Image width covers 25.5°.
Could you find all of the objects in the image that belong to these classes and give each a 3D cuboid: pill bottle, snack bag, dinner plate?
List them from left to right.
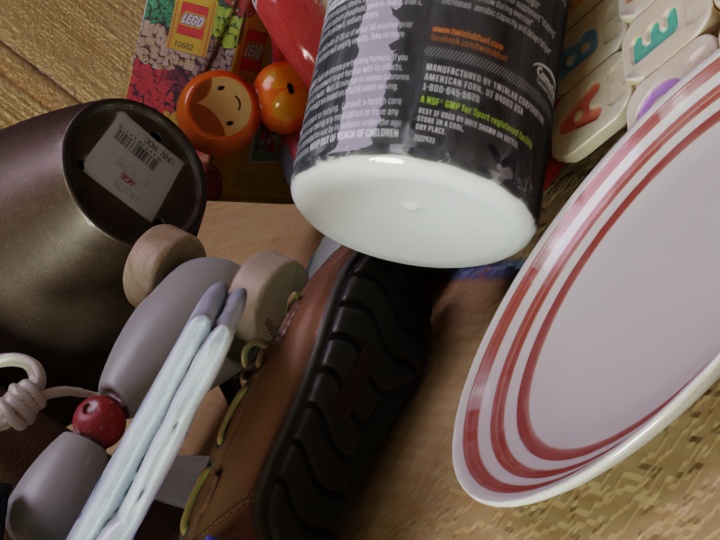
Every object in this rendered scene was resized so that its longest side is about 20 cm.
[{"bbox_3d":[-0.103,0.098,0.661,0.201,0.021,0.189,-61,5,1],"label":"snack bag"},{"bbox_3d":[0.038,-0.112,0.689,0.106,0.105,0.202,-32,43,60],"label":"pill bottle"},{"bbox_3d":[0.100,-0.003,0.521,0.201,0.024,0.200,-51,14,17],"label":"dinner plate"}]

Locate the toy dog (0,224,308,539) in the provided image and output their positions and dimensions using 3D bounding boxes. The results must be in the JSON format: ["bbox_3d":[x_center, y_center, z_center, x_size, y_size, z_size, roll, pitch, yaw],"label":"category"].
[{"bbox_3d":[-0.106,0.068,0.839,0.200,0.097,0.132,-39,50,-11],"label":"toy dog"}]

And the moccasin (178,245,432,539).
[{"bbox_3d":[-0.023,0.060,0.702,0.077,0.074,0.202,-18,37,38],"label":"moccasin"}]

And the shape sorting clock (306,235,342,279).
[{"bbox_3d":[0.000,0.000,0.874,0.201,0.039,0.200,-63,7,13],"label":"shape sorting clock"}]

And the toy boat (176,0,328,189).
[{"bbox_3d":[-0.049,-0.107,0.972,0.201,0.130,0.131,91,159,-53],"label":"toy boat"}]

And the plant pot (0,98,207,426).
[{"bbox_3d":[-0.181,-0.019,0.958,0.200,0.187,0.188,-34,22,47],"label":"plant pot"}]

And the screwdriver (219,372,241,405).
[{"bbox_3d":[-0.107,0.002,1.000,0.029,0.201,0.028,-40,-26,25],"label":"screwdriver"}]

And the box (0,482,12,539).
[{"bbox_3d":[-0.192,0.193,0.663,0.198,0.049,0.202,157,121,-82],"label":"box"}]

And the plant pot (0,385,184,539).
[{"bbox_3d":[-0.223,0.147,0.890,0.201,0.198,0.200,-50,6,7],"label":"plant pot"}]

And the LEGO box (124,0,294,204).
[{"bbox_3d":[-0.074,-0.128,1.114,0.200,0.077,0.150,-1,-73,-64],"label":"LEGO box"}]

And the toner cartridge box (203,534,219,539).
[{"bbox_3d":[-0.099,0.196,0.592,0.200,0.043,0.095,-47,21,29],"label":"toner cartridge box"}]

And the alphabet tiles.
[{"bbox_3d":[0.142,-0.137,0.648,0.195,0.015,0.201,-41,32,38],"label":"alphabet tiles"}]

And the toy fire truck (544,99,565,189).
[{"bbox_3d":[0.103,-0.115,0.784,0.141,0.049,0.201,-42,17,39],"label":"toy fire truck"}]
